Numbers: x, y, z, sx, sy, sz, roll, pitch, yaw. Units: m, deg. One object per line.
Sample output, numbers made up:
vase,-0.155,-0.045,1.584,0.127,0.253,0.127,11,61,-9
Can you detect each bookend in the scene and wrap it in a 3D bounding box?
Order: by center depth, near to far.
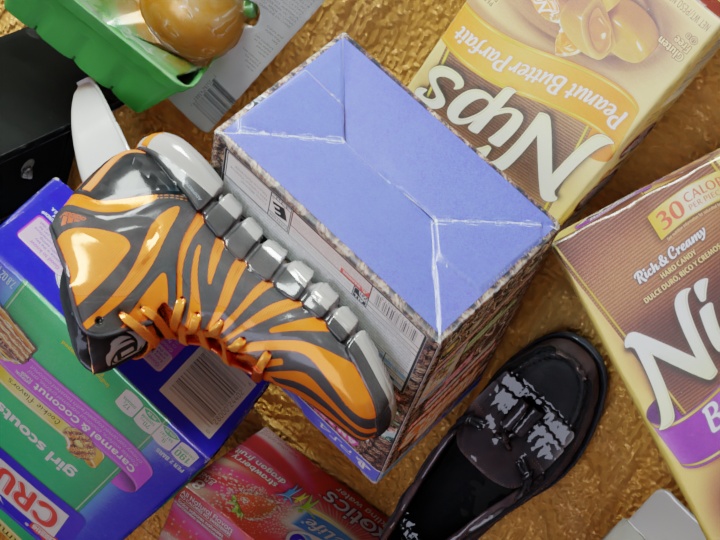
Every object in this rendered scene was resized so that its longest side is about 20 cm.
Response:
bookend,-0.275,-0.034,1.009,0.092,0.199,0.201,38,131,16

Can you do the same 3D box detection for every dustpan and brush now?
dustpan and brush,-0.125,-0.037,0.904,0.057,0.200,0.140,-25,114,10

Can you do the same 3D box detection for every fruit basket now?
fruit basket,-0.112,-0.193,0.879,0.185,0.094,0.200,37,131,-11

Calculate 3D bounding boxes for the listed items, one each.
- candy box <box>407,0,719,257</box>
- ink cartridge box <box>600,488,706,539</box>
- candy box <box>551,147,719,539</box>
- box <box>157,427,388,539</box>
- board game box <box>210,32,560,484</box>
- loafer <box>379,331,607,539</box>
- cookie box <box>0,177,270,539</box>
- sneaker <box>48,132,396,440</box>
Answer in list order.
candy box,0.101,-0.101,0.817,0.115,0.055,0.200,44,125,11
ink cartridge box,0.151,0.228,0.878,0.116,0.067,0.200,43,135,13
candy box,0.197,0.044,0.789,0.116,0.056,0.201,-28,91,18
box,-0.029,0.208,0.987,0.200,0.100,0.096,35,123,18
board game box,0.000,0.000,0.841,0.159,0.097,0.200,43,154,13
loafer,0.075,0.120,0.909,0.072,0.063,0.200,44,125,11
cookie box,-0.175,0.073,0.885,0.171,0.075,0.200,44,134,-2
sneaker,-0.080,0.032,0.769,0.200,0.112,0.078,44,154,11
